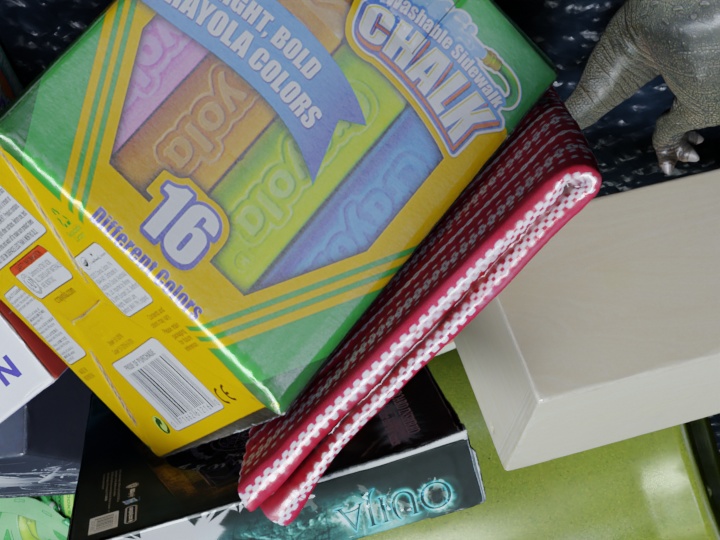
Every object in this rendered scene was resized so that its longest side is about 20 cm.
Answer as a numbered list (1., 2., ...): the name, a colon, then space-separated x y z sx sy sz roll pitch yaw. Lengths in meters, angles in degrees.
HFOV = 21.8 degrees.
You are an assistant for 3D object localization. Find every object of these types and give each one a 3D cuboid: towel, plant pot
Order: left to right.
1. towel: 0.019 -0.001 0.617 0.022 0.200 0.145 42 101 -9
2. plant pot: 0.072 0.103 0.885 0.191 0.202 0.201 -18 144 14

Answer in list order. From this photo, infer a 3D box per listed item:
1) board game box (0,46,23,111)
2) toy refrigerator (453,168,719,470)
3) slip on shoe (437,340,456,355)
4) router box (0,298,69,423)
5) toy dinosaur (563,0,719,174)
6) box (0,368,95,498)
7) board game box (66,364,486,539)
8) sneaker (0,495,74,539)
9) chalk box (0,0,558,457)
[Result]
1. board game box: -0.242 -0.072 0.766 0.198 0.045 0.153 -1 148 12
2. toy refrigerator: 0.139 0.010 0.731 0.198 0.076 0.070 -14 154 -16
3. slip on shoe: 0.000 0.000 0.823 0.198 0.075 0.061 -13 131 30
4. router box: -0.224 0.012 0.700 0.199 0.049 0.180 -36 97 25
5. toy dinosaur: 0.146 -0.081 0.671 0.198 0.077 0.103 13 142 31
6. box: -0.193 0.046 0.845 0.198 0.105 0.182 -5 167 19
7. board game box: -0.035 0.062 0.682 0.134 0.028 0.200 -16 -168 -2
8. sneaker: -0.180 0.125 1.063 0.198 0.075 0.084 6 153 -18
9. chalk box: -0.030 -0.057 0.624 0.124 0.200 0.124 44 155 -10
